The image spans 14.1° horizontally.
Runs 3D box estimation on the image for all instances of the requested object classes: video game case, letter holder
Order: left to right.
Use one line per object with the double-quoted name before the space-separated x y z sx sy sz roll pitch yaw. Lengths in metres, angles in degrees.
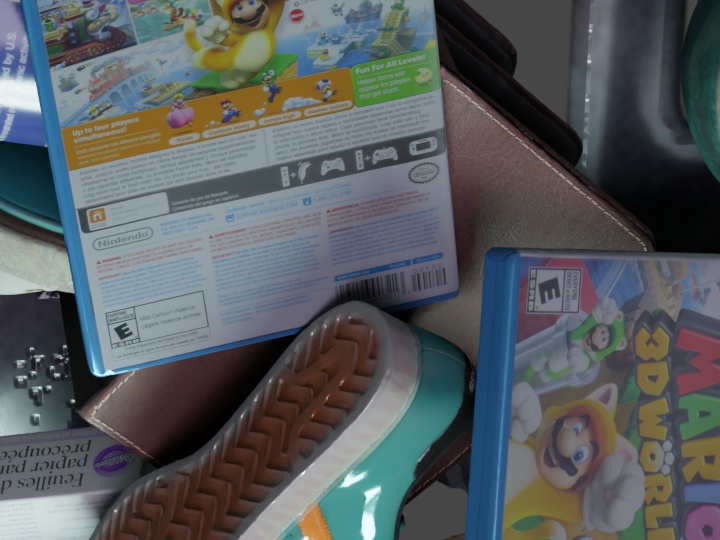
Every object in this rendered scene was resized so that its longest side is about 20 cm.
"video game case" -0.041 -0.060 1.030 0.142 0.018 0.201 -12 126 -8
"letter holder" 0.000 0.000 1.156 0.142 0.101 0.200 37 109 -29
"video game case" 0.126 0.066 1.117 0.199 0.018 0.144 2 94 -36

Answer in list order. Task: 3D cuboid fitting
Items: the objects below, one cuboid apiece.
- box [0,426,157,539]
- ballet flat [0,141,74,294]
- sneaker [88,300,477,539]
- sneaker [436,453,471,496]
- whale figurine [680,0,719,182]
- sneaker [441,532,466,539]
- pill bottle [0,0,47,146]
"box" -0.175 0.097 1.187 0.199 0.039 0.042 -7 131 13
"ballet flat" -0.149 -0.026 1.118 0.199 0.068 0.063 18 131 7
"sneaker" -0.030 0.096 1.110 0.080 0.072 0.200 26 123 -38
"sneaker" 0.092 0.053 1.225 0.199 0.082 0.075 16 136 2
"whale figurine" 0.211 -0.101 1.147 0.200 0.104 0.160 -38 122 -15
"sneaker" 0.064 0.154 1.265 0.076 0.092 0.200 34 110 -26
"pill bottle" -0.160 -0.107 1.053 0.199 0.111 0.112 6 120 -14
